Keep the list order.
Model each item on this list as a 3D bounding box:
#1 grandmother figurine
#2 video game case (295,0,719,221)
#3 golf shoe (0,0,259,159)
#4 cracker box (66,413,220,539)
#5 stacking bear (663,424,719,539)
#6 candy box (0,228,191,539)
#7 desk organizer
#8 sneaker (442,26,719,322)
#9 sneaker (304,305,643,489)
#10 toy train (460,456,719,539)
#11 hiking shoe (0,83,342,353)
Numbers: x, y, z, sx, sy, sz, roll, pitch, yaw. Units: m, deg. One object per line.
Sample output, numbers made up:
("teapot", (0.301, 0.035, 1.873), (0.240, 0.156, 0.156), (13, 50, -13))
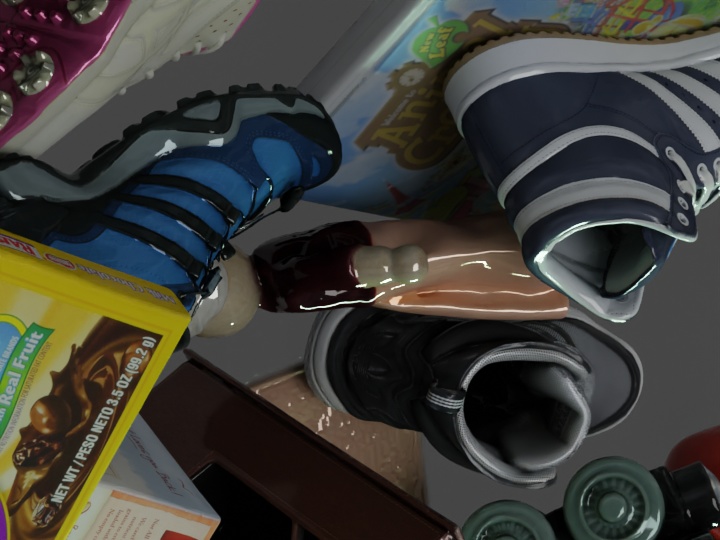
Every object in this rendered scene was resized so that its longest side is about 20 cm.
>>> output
("grandmother figurine", (0.000, 0.000, 0.903), (0.198, 0.121, 0.061), (-7, 83, -13))
("video game case", (0.073, -0.085, 0.908), (0.181, 0.022, 0.200), (9, 139, -39))
("golf shoe", (-0.084, -0.101, 0.830), (0.200, 0.075, 0.092), (-50, 139, -6))
("cracker box", (-0.164, 0.054, 0.775), (0.199, 0.134, 0.058), (22, 104, -39))
("stacking bear", (0.155, 0.162, 1.083), (0.200, 0.113, 0.122), (-50, 128, -19))
("candy box", (-0.144, 0.081, 0.697), (0.102, 0.026, 0.201), (21, 105, -36))
("desk organizer", (-0.035, 0.112, 0.856), (0.077, 0.200, 0.072), (-38, 125, -18))
("sneaker", (0.138, -0.042, 0.886), (0.199, 0.109, 0.070), (-4, 147, -24))
("sneaker", (0.078, 0.059, 0.978), (0.199, 0.114, 0.076), (9, 100, -39))
("toy train", (0.083, 0.161, 0.983), (0.199, 0.115, 0.085), (-23, 167, 4))
("hiking shoe", (-0.080, -0.008, 0.816), (0.199, 0.074, 0.087), (-22, 73, -36))
